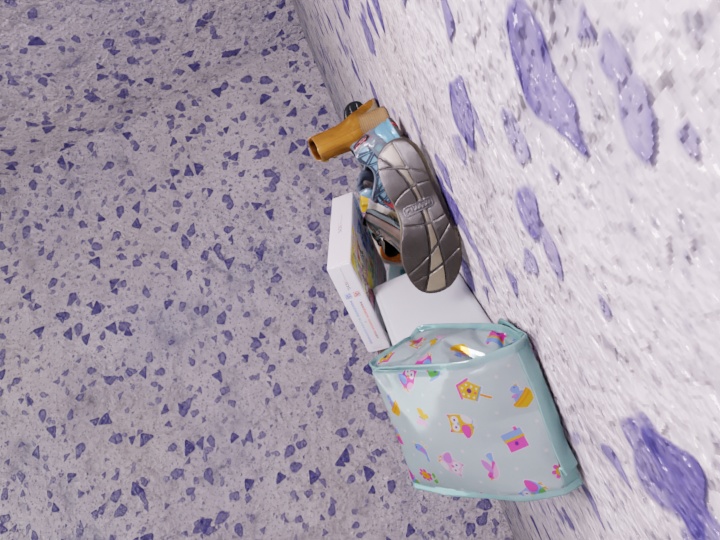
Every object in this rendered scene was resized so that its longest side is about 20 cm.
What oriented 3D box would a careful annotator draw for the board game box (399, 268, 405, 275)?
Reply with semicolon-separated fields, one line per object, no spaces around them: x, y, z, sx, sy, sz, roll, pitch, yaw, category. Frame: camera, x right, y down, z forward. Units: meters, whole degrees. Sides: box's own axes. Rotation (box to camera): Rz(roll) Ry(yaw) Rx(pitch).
0.136;0.110;1.098;0.152;0.046;0.203;66;-174;-63;board game box

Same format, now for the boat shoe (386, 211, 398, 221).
0.109;-0.019;0.982;0.073;0.062;0.204;-75;-37;-87;boat shoe

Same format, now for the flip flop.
0.077;-0.070;0.722;0.204;0.080;0.058;69;-161;-8;flip flop

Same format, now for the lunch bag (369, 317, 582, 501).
0.127;0.148;0.608;0.198;0.121;0.173;-14;101;50;lunch bag

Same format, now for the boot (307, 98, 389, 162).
-0.025;-0.244;0.997;0.201;0.142;0.072;-104;-9;-76;boot

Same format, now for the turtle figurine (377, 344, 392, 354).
0.082;0.159;1.112;0.200;0.099;0.152;-118;7;-69;turtle figurine

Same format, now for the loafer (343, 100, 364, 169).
0.015;-0.262;1.196;0.073;0.071;0.203;-98;-13;-66;loafer

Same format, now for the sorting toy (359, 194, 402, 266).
0.041;-0.137;1.064;0.202;0.104;0.183;-93;-2;-54;sorting toy

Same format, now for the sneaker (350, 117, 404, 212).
0.038;-0.139;0.871;0.201;0.094;0.080;64;-177;-46;sneaker

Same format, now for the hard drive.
0.097;0.059;0.796;0.201;0.130;0.027;-109;-4;-61;hard drive

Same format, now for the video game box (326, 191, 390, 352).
0.000;0.000;0.935;0.202;0.046;0.184;-89;-19;-53;video game box

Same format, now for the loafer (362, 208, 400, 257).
0.056;-0.043;0.883;0.071;0.064;0.199;27;-176;-39;loafer

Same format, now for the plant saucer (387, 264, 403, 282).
0.103;-0.009;1.220;0.201;0.038;0.206;9;-90;-74;plant saucer
